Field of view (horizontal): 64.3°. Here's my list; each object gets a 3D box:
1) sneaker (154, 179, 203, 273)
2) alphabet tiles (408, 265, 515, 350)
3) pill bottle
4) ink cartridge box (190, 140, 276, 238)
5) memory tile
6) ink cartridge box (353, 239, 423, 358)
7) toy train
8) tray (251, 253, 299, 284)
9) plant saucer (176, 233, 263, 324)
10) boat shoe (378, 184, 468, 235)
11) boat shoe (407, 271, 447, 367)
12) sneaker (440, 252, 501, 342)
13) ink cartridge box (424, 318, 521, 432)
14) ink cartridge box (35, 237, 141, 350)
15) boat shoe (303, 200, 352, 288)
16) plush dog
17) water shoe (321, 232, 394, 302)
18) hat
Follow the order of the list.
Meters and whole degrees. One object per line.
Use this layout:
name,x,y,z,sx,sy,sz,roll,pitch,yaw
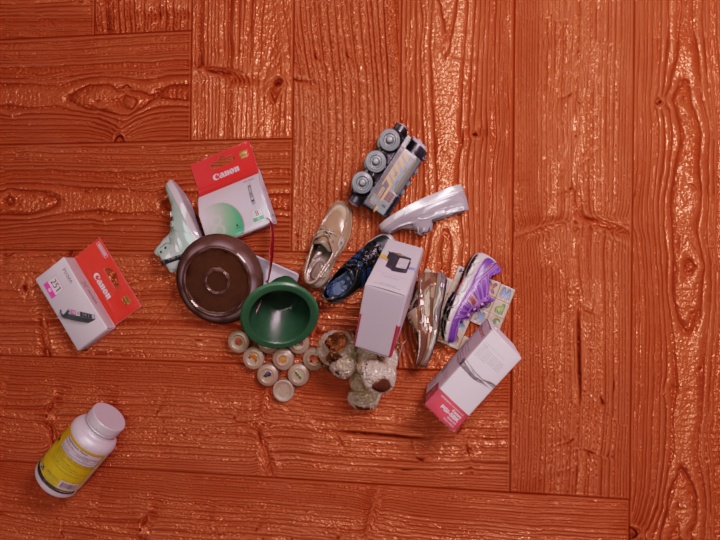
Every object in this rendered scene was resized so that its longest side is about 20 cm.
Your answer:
sneaker,-0.428,-0.095,1.294,0.116,0.074,0.204,-22,89,1
alphabet tiles,0.213,0.081,1.242,0.196,0.008,0.170,23,93,7
pill bottle,-0.633,0.404,1.304,0.112,0.112,0.201,43,94,6
ink cartridge box,-0.294,-0.174,1.293,0.158,0.050,0.204,-19,89,7
memory tile,-0.189,0.179,1.279,0.153,0.017,0.200,-43,92,6
ink cartridge box,0.058,0.051,1.148,0.081,0.201,0.148,15,120,8
toy train,0.058,-0.211,1.231,0.113,0.085,0.202,33,92,-6
tray,-0.242,0.018,1.284,0.196,0.022,0.109,23,101,0
plant saucer,-0.312,0.022,1.259,0.195,0.032,0.205,0,101,0
boat shoe,0.137,-0.114,1.227,0.196,0.072,0.070,-24,87,-2
boat shoe,0.135,0.101,1.217,0.070,0.076,0.205,9,82,11
sneaker,0.232,0.065,1.199,0.082,0.081,0.203,28,93,1
ink cartridge box,0.226,0.208,1.164,0.083,0.147,0.201,41,99,4
ink cartridge box,-0.636,0.053,1.341,0.172,0.044,0.202,-35,85,8
boat shoe,-0.072,-0.060,1.246,0.071,0.065,0.204,22,84,9
plush dog,-0.011,0.181,1.208,0.169,0.201,0.163,22,59,-2
water shoe,0.000,0.000,1.235,0.200,0.079,0.072,-44,85,5
hat,-0.174,0.039,1.259,0.163,0.177,0.202,21,119,-22
